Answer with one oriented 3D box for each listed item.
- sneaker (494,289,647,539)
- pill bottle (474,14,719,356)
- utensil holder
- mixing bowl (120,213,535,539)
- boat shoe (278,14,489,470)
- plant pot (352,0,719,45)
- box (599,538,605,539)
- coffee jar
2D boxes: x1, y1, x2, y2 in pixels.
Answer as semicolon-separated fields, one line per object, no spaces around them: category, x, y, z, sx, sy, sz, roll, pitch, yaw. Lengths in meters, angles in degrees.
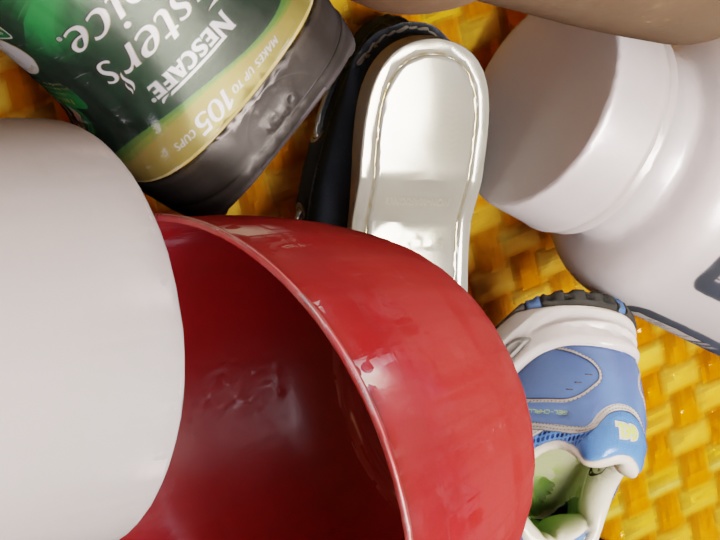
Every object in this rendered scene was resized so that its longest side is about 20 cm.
sneaker;0.047;0.096;1.168;0.075;0.077;0.200;11;133;-27
pill bottle;0.145;-0.032;1.173;0.199;0.120;0.120;25;97;-33
utensil holder;-0.182;0.032;0.982;0.199;0.170;0.171;-4;112;-39
mixing bowl;-0.010;0.063;1.046;0.108;0.200;0.201;-19;118;-38
boat shoe;0.000;0.000;1.144;0.074;0.062;0.201;0;106;-22
plant pot;0.076;-0.165;1.034;0.174;0.200;0.201;24;97;-40
box;0.202;0.189;1.266;0.199;0.160;0.044;21;99;-31
coffee jar;-0.094;-0.109;1.037;0.200;0.085;0.104;43;82;-33
